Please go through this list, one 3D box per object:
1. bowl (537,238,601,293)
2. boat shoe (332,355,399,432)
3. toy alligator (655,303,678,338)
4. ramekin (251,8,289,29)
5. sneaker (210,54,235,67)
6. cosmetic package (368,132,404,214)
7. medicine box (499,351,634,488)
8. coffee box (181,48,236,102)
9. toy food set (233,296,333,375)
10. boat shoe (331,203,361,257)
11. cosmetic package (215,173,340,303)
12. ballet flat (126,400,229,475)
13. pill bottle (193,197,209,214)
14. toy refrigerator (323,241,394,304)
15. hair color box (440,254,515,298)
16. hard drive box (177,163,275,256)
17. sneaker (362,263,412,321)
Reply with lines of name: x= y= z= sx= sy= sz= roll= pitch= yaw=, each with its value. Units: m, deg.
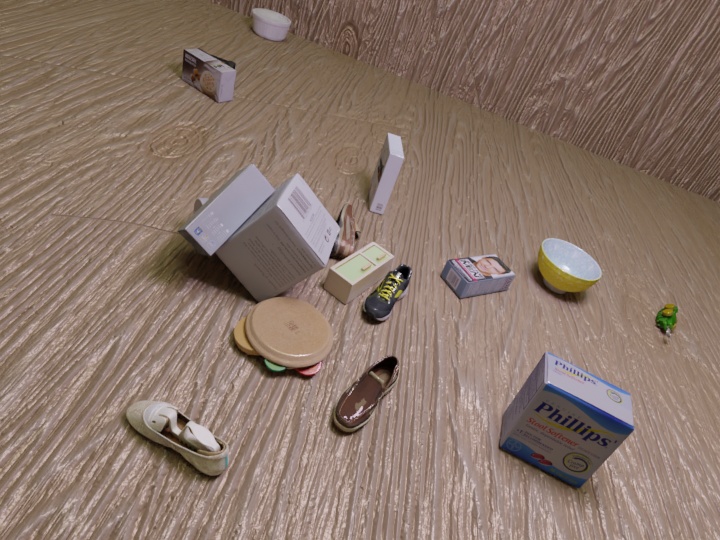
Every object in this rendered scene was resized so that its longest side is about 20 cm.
bowl: x=0.622 y=0.004 z=1.631 sx=0.195 sy=0.109 sz=0.202 roll=14 pitch=36 yaw=-11
boat shoe: x=0.015 y=0.231 z=1.046 sx=0.074 sy=0.076 sz=0.202 roll=31 pitch=37 yaw=15
toy alligator: x=0.952 y=0.157 z=1.660 sx=0.053 sy=0.061 sz=0.199 roll=-8 pitch=17 yaw=40
ramekin: x=-0.457 y=-1.244 z=2.693 sx=0.197 sy=0.096 sz=0.205 roll=14 pitch=36 yaw=-10
sneaker: x=-0.554 y=-0.776 z=2.055 sx=0.111 sy=0.078 sz=0.201 roll=11 pitch=34 yaw=-11
cosmetic package: x=0.077 y=-0.303 z=1.663 sx=0.050 sy=0.203 sz=0.152 roll=15 pitch=35 yaw=-9
medicine box: x=0.403 y=0.297 z=1.055 sx=0.179 sy=0.203 sz=0.103 roll=26 pitch=35 yaw=7
coffee box: x=-0.555 y=-0.715 z=1.939 sx=0.198 sy=0.116 sz=0.079 roll=35 pitch=38 yaw=17
toy food set: x=-0.149 y=0.134 z=1.110 sx=0.195 sy=0.049 sz=0.200 roll=32 pitch=36 yaw=13
boat shoe: x=-0.038 y=-0.103 z=1.463 sx=0.072 sy=0.076 sz=0.203 roll=21 pitch=43 yaw=-9
cosmetic package: x=-0.179 y=-0.070 z=1.179 sx=0.167 sy=0.198 sz=0.169 roll=50 pitch=29 yaw=-21
ballet flat: x=-0.293 y=0.256 z=0.863 sx=0.197 sy=0.063 sz=0.068 roll=28 pitch=35 yaw=8
pill bottle: x=-0.305 y=-0.134 z=1.316 sx=0.196 sy=0.117 sz=0.116 roll=-8 pitch=44 yaw=-35
toy refrigerator: x=0.000 y=0.000 z=1.343 sx=0.075 sy=0.071 sz=0.199 roll=35 pitch=37 yaw=19
hair color box: x=0.335 y=0.013 z=1.510 sx=0.196 sy=0.062 sz=0.100 roll=-6 pitch=44 yaw=-35
hard drive box: x=-0.297 y=-0.132 z=1.164 sx=0.077 sy=0.201 sz=0.155 roll=47 pitch=-15 yaw=-20
sneaker: x=0.068 y=0.046 z=1.306 sx=0.073 sy=0.086 sz=0.200 roll=28 pitch=36 yaw=12
